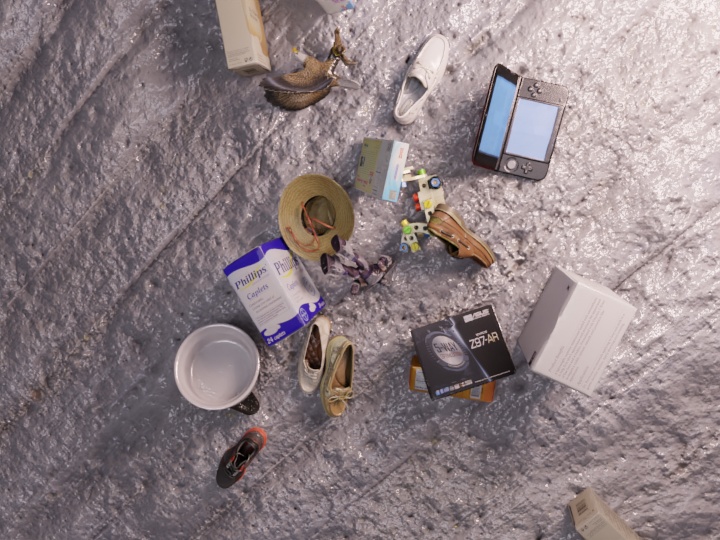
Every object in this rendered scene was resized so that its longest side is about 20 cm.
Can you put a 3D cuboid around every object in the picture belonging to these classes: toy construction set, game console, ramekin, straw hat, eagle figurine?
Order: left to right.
[{"bbox_3d":[-0.339,0.238,1.309,0.196,0.098,0.204,2,69,-5],"label":"ramekin"},{"bbox_3d":[-0.114,-0.418,1.179,0.200,0.152,0.151,-44,53,-2],"label":"eagle figurine"},{"bbox_3d":[-0.091,-0.130,1.248,0.197,0.085,0.205,7,111,18],"label":"straw hat"},{"bbox_3d":[0.127,-0.146,1.209,0.129,0.092,0.203,-13,108,12],"label":"toy construction set"},{"bbox_3d":[0.334,-0.302,1.125,0.169,0.119,0.204,14,102,8],"label":"game console"}]

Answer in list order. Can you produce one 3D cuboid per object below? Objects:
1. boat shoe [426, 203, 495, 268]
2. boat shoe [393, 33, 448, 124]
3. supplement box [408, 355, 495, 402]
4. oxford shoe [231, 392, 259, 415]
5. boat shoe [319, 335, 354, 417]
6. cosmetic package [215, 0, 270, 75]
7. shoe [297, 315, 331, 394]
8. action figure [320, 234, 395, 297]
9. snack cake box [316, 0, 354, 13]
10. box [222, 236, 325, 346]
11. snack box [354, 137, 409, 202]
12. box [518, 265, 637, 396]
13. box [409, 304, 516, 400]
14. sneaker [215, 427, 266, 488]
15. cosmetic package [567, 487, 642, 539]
[{"bbox_3d":[0.214,-0.058,1.180,0.199,0.072,0.069,39,78,-25],"label":"boat shoe"},{"bbox_3d":[0.131,-0.412,1.168,0.070,0.069,0.203,26,102,6],"label":"boat shoe"},{"bbox_3d":[0.212,0.252,1.266,0.196,0.067,0.070,9,103,9],"label":"supplement box"},{"bbox_3d":[-0.348,0.319,1.385,0.198,0.073,0.085,28,118,8],"label":"oxford shoe"},{"bbox_3d":[-0.052,0.261,1.303,0.072,0.062,0.204,-4,101,-33],"label":"boat shoe"},{"bbox_3d":[-0.261,-0.544,1.194,0.070,0.105,0.204,-8,99,10],"label":"cosmetic package"},{"bbox_3d":[-0.119,0.211,1.325,0.069,0.053,0.204,13,101,8],"label":"shoe"},{"bbox_3d":[0.000,0.000,1.225,0.198,0.070,0.131,26,112,-39],"label":"action figure"},{"bbox_3d":[-0.069,-0.666,1.139,0.066,0.115,0.204,-7,98,11],"label":"snack cake box"},{"bbox_3d":[-0.189,0.040,1.243,0.104,0.184,0.202,-30,94,15],"label":"box"},{"bbox_3d":[0.040,-0.219,1.155,0.036,0.200,0.118,8,103,-20],"label":"snack box"},{"bbox_3d":[0.441,0.118,1.134,0.129,0.200,0.202,24,103,3],"label":"box"},{"bbox_3d":[0.227,0.184,1.217,0.197,0.044,0.163,-17,74,2],"label":"box"},{"bbox_3d":[-0.321,0.490,1.393,0.077,0.082,0.201,35,103,3],"label":"sneaker"},{"bbox_3d":[0.578,0.613,1.242,0.200,0.105,0.071,45,105,2],"label":"cosmetic package"}]
